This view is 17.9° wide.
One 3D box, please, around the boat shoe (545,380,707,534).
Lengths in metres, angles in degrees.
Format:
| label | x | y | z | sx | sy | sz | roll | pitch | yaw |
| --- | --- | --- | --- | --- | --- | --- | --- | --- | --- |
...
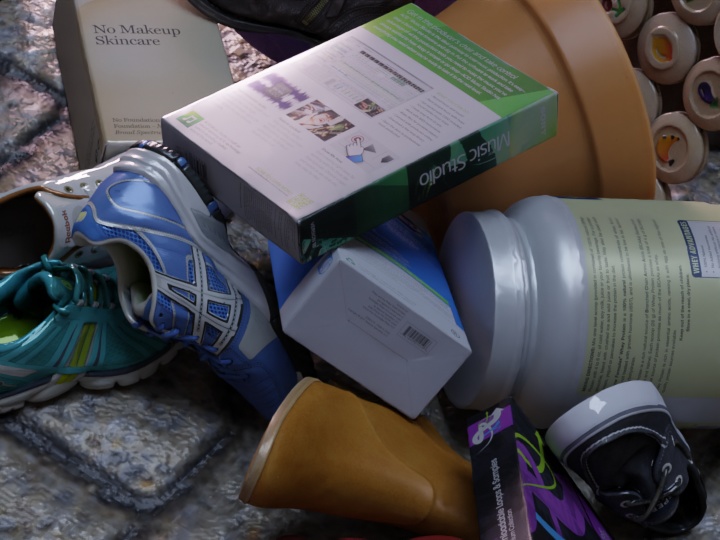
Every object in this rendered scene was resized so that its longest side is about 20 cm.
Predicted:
| label | x | y | z | sx | sy | sz | roll | pitch | yaw |
| --- | --- | --- | --- | --- | --- | --- | --- | --- | --- |
| boat shoe | 0.164 | 0.120 | 1.342 | 0.070 | 0.200 | 0.067 | -32 | 67 | 5 |

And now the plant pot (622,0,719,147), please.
| label | x | y | z | sx | sy | sz | roll | pitch | yaw |
| --- | --- | --- | --- | --- | --- | --- | --- | --- | --- |
| plant pot | 0.273 | -0.213 | 1.686 | 0.198 | 0.199 | 0.201 | 8 | 43 | -8 |

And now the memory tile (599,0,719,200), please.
| label | x | y | z | sx | sy | sz | roll | pitch | yaw |
| --- | --- | --- | --- | --- | --- | --- | --- | --- | --- |
| memory tile | 0.199 | -0.135 | 1.584 | 0.017 | 0.201 | 0.153 | -6 | 46 | -47 |

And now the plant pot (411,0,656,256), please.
| label | x | y | z | sx | sy | sz | roll | pitch | yaw |
| --- | --- | --- | --- | --- | --- | --- | --- | --- | --- |
| plant pot | 0.089 | -0.096 | 1.528 | 0.139 | 0.201 | 0.201 | -23 | 54 | -14 |

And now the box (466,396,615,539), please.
| label | x | y | z | sx | sy | sz | roll | pitch | yaw |
| --- | --- | --- | --- | --- | --- | --- | --- | --- | --- |
| box | 0.114 | 0.176 | 1.244 | 0.143 | 0.036 | 0.200 | 54 | 16 | -23 |

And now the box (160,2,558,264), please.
| label | x | y | z | sx | sy | sz | roll | pitch | yaw |
| --- | --- | --- | --- | --- | --- | --- | --- | --- | --- |
| box | 0.000 | -0.087 | 1.377 | 0.199 | 0.037 | 0.144 | -28 | 44 | -26 |

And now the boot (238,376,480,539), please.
| label | x | y | z | sx | sy | sz | roll | pitch | yaw |
| --- | --- | --- | --- | --- | --- | --- | --- | --- | --- |
| boot | 0.020 | 0.122 | 1.308 | 0.143 | 0.071 | 0.201 | 30 | 14 | 10 |

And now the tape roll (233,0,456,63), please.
| label | x | y | z | sx | sy | sz | roll | pitch | yaw |
| --- | --- | --- | --- | --- | --- | --- | --- | --- | --- |
| tape roll | -0.014 | -0.241 | 1.621 | 0.199 | 0.201 | 0.085 | 22 | 43 | 5 |

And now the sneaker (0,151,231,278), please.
| label | x | y | z | sx | sy | sz | roll | pitch | yaw |
| --- | --- | --- | --- | --- | --- | --- | --- | --- | --- |
| sneaker | -0.164 | -0.029 | 1.422 | 0.198 | 0.073 | 0.085 | -16 | 10 | -15 |

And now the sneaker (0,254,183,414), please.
| label | x | y | z | sx | sy | sz | roll | pitch | yaw |
| --- | --- | --- | --- | --- | --- | --- | --- | --- | --- |
| sneaker | -0.174 | 0.029 | 1.379 | 0.199 | 0.080 | 0.078 | -21 | 54 | -35 |

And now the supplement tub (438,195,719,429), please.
| label | x | y | z | sx | sy | sz | roll | pitch | yaw |
| --- | --- | --- | --- | --- | --- | --- | --- | --- | --- |
| supplement tub | 0.157 | 0.027 | 1.438 | 0.198 | 0.146 | 0.146 | 2 | 45 | -16 |

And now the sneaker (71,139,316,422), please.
| label | x | y | z | sx | sy | sz | roll | pitch | yaw |
| --- | --- | --- | --- | --- | --- | --- | --- | --- | --- |
| sneaker | -0.100 | 0.022 | 1.373 | 0.077 | 0.076 | 0.201 | -43 | 106 | -26 |

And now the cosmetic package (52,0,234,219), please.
| label | x | y | z | sx | sy | sz | roll | pitch | yaw |
| --- | --- | --- | --- | --- | --- | --- | --- | --- | --- |
| cosmetic package | -0.146 | -0.128 | 1.557 | 0.103 | 0.073 | 0.201 | -1 | 47 | -19 |

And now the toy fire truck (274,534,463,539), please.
| label | x | y | z | sx | sy | sz | roll | pitch | yaw |
| --- | --- | --- | --- | --- | --- | --- | --- | --- | --- |
| toy fire truck | -0.022 | 0.201 | 1.241 | 0.199 | 0.113 | 0.167 | -25 | 38 | -37 |

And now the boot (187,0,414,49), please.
| label | x | y | z | sx | sy | sz | roll | pitch | yaw |
| --- | --- | --- | --- | --- | --- | --- | --- | --- | --- |
| boot | -0.023 | -0.232 | 1.540 | 0.199 | 0.175 | 0.069 | 26 | 36 | -3 |

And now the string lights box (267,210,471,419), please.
| label | x | y | z | sx | sy | sz | roll | pitch | yaw |
| --- | --- | --- | --- | --- | --- | --- | --- | --- | --- |
| string lights box | 0.000 | 0.000 | 1.406 | 0.102 | 0.059 | 0.200 | 35 | 15 | -19 |
